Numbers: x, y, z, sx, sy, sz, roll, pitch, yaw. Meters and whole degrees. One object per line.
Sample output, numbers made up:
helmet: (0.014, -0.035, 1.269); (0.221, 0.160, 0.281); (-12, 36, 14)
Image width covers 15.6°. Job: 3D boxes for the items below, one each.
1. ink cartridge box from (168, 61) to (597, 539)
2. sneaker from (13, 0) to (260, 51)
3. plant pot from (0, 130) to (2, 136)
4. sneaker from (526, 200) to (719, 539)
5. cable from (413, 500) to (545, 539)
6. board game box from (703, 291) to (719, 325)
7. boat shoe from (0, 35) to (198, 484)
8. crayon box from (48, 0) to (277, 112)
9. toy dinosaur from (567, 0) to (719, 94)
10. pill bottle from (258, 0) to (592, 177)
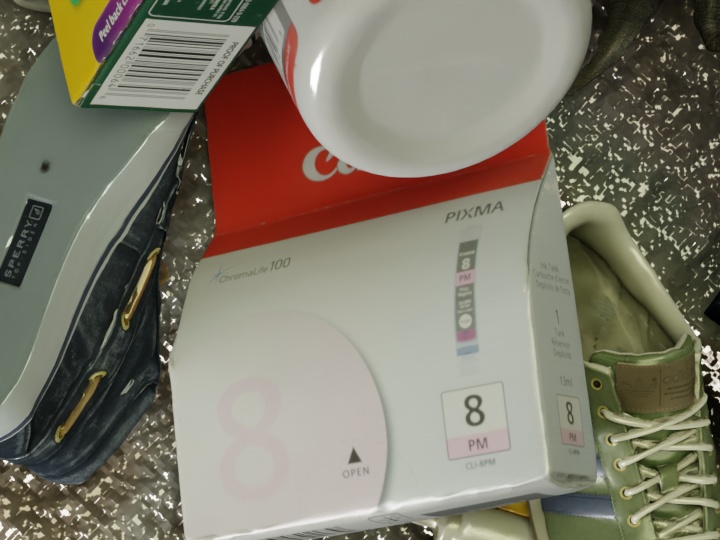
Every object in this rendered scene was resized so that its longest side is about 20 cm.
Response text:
ink cartridge box: (0.000, 0.000, 1.029); (0.162, 0.057, 0.200); (-13, 79, 28)
sneaker: (-0.128, -0.147, 1.075); (0.200, 0.073, 0.071); (38, 76, 1)
plant pot: (-0.232, -0.013, 1.041); (0.201, 0.093, 0.201); (0, 81, -3)
sneaker: (0.103, 0.063, 1.021); (0.067, 0.090, 0.200); (-9, 62, -21)
cable: (0.111, 0.127, 1.061); (0.200, 0.050, 0.097); (7, 73, -2)
board game box: (0.264, 0.024, 1.095); (0.200, 0.035, 0.136); (37, 81, 2)
boat shoe: (-0.104, -0.015, 1.048); (0.071, 0.091, 0.200); (21, 79, 30)
crayon box: (-0.061, -0.182, 0.946); (0.058, 0.200, 0.173); (1, 61, -29)
toy dinosaur: (0.149, -0.146, 1.103); (0.200, 0.077, 0.102); (-46, 68, -2)
pill bottle: (0.001, -0.139, 1.013); (0.116, 0.116, 0.200); (-20, 48, -6)
